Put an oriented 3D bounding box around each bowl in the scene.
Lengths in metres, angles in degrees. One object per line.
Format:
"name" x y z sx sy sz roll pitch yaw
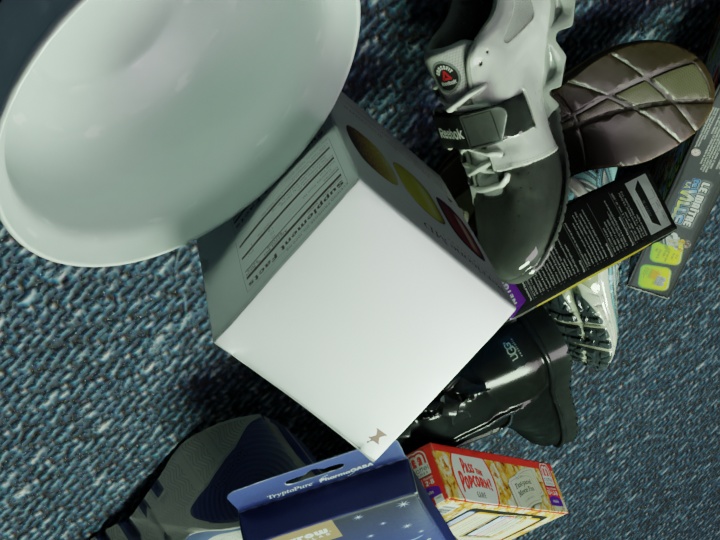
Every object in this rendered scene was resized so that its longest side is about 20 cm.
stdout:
"bowl" -0.105 -0.105 0.810 0.200 0.090 0.202 -29 148 -20

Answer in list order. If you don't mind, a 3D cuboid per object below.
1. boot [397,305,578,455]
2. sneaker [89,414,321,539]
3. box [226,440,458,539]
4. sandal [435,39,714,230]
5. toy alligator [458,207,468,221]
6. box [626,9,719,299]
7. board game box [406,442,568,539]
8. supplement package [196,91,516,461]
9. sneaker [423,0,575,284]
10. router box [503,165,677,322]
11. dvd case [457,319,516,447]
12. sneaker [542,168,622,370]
"boot" 0.079 0.109 1.288 0.162 0.074 0.199 -27 153 -5
"sneaker" -0.108 0.184 1.219 0.199 0.081 0.115 -40 155 11
"box" -0.007 0.180 1.160 0.120 0.033 0.200 -19 148 6
"sandal" 0.138 -0.093 1.141 0.199 0.055 0.082 -31 110 7
"toy alligator" 0.000 0.000 1.081 0.054 0.060 0.200 20 149 -16
"box" 0.245 -0.088 1.239 0.110 0.035 0.201 -73 180 -47
"board game box" 0.049 0.191 1.307 0.151 0.047 0.200 -30 156 23
"supplement package" -0.011 -0.010 0.912 0.114 0.200 0.110 38 102 -21
"sneaker" 0.070 -0.094 0.985 0.088 0.201 0.074 7 170 -37
"router box" 0.092 0.005 1.134 0.149 0.051 0.200 -26 178 -29
"dvd case" 0.090 0.074 1.352 0.145 0.022 0.201 -16 143 -37
"sneaker" 0.173 -0.007 1.268 0.086 0.077 0.201 -45 145 -27
